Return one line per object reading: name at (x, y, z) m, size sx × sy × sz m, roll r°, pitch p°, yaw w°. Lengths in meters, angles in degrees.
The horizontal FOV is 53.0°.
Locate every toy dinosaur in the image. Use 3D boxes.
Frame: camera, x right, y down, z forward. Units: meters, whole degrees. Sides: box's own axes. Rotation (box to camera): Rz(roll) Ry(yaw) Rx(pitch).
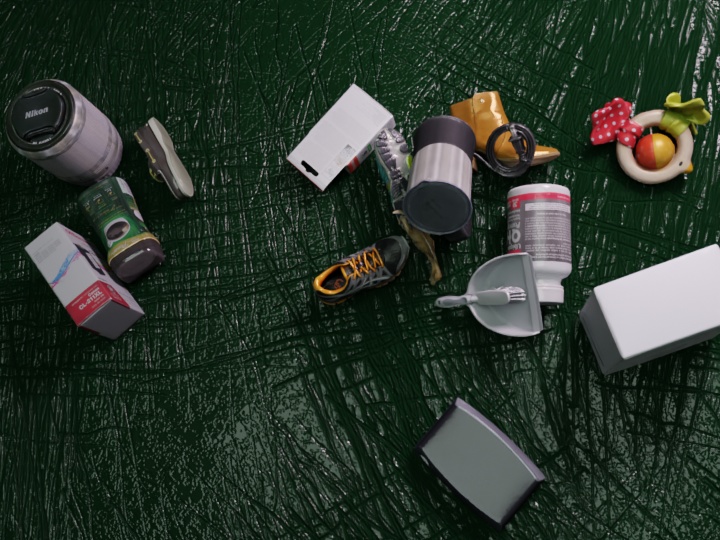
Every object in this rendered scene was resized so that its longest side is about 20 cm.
toy dinosaur at (0.109, -0.066, 1.291) m, size 0.058 × 0.201 × 0.101 m, roll -28°, pitch 39°, yaw 5°

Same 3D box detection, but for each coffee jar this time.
coffee jar at (-0.471, -0.079, 1.429) m, size 0.104 × 0.085 × 0.201 m, roll -32°, pitch 72°, yaw -2°

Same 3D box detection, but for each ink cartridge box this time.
ink cartridge box at (-0.526, 0.022, 1.382) m, size 0.083 × 0.146 × 0.200 m, roll -40°, pitch 74°, yaw -3°
ink cartridge box at (-0.037, -0.253, 1.414) m, size 0.109 × 0.050 × 0.200 m, roll 42°, pitch 87°, yaw 16°

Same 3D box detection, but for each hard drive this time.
hard drive at (0.201, 0.329, 1.233) m, size 0.200 × 0.042 × 0.135 m, roll 42°, pitch 86°, yaw 16°

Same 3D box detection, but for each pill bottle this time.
pill bottle at (0.313, -0.042, 1.265) m, size 0.109 × 0.111 × 0.202 m, roll 0°, pitch 83°, yaw 10°

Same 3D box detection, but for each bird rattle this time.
bird rattle at (0.516, -0.237, 1.291) m, size 0.198 × 0.113 × 0.165 m, roll -10°, pitch 91°, yaw 10°

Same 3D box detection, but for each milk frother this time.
milk frother at (0.190, -0.168, 1.245) m, size 0.199 × 0.180 × 0.189 m, roll -29°, pitch 34°, yaw 35°

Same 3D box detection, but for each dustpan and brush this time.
dustpan and brush at (0.215, 0.048, 1.263) m, size 0.057 × 0.199 × 0.141 m, roll -10°, pitch 92°, yaw -36°

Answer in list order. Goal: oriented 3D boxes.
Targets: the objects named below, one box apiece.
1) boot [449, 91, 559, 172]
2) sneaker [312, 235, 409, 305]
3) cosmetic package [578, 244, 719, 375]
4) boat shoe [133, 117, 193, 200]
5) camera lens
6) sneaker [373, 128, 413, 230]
boot at (0.265, -0.264, 1.347) m, size 0.199 × 0.071 × 0.146 m, roll -4°, pitch 84°, yaw 16°
sneaker at (0.000, 0.000, 1.319) m, size 0.199 × 0.077 × 0.079 m, roll -33°, pitch 72°, yaw 10°
cosmetic package at (0.478, 0.070, 1.166) m, size 0.198 × 0.200 × 0.124 m, roll -20°, pitch 74°, yaw 4°
boat shoe at (-0.399, -0.216, 1.460) m, size 0.060 × 0.072 × 0.202 m, roll -32°, pitch 66°, yaw 5°
camera lens at (-0.585, -0.270, 1.435) m, size 0.158 × 0.200 × 0.162 m, roll -2°, pitch 76°, yaw 9°
sneaker at (0.076, -0.170, 1.362) m, size 0.077 × 0.080 × 0.202 m, roll -19°, pitch 92°, yaw -12°
